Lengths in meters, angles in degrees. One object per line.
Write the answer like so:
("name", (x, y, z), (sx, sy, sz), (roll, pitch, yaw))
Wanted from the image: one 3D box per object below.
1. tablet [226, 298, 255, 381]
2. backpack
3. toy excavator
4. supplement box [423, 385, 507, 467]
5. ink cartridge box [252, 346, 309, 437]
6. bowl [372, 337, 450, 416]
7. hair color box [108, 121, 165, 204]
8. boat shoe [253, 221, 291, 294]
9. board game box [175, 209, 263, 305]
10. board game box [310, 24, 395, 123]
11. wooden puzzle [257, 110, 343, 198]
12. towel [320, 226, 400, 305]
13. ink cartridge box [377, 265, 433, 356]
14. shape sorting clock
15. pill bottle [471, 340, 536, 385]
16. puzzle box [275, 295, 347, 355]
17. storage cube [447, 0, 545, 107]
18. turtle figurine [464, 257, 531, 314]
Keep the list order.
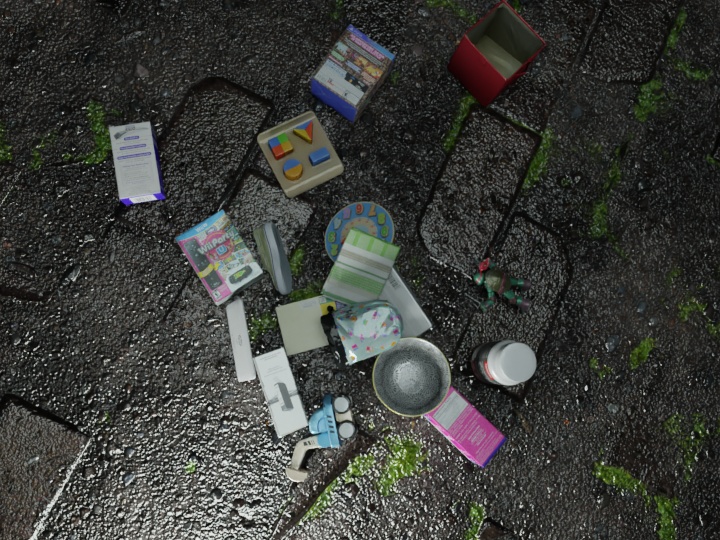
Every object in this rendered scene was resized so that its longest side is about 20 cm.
("tablet", (-0.307, 0.179, 1.453), (0.014, 0.130, 0.202), (-7, 81, -31))
("backpack", (0.012, 0.156, 1.463), (0.198, 0.127, 0.168), (-20, 102, -4))
("toy excavator", (-0.103, 0.423, 1.464), (0.198, 0.100, 0.197), (-12, 80, 4))
("supplement box", (0.267, 0.404, 1.500), (0.200, 0.101, 0.103), (44, 79, 2))
("ink cartridge box", (-0.199, 0.302, 1.435), (0.083, 0.144, 0.202), (-17, 84, -10))
("bowl", (0.135, 0.284, 1.496), (0.198, 0.094, 0.203), (-2, 71, 6))
("hair color box", (-0.595, -0.286, 1.525), (0.108, 0.065, 0.202), (-10, 84, -8))
("boat shoe", (-0.235, -0.028, 1.534), (0.061, 0.072, 0.202), (-18, 79, 15))
("board game box", (-0.369, -0.034, 1.504), (0.147, 0.064, 0.201), (-33, 85, -11))
("board game box", (-0.024, -0.557, 1.623), (0.159, 0.097, 0.201), (34, 78, -1))
("wooden puzzle", (-0.167, -0.329, 1.594), (0.184, 0.046, 0.201), (-27, 85, -11))
("towel", (0.000, 0.000, 1.491), (0.148, 0.031, 0.201), (21, 107, -13))
("ink cartridge box", (0.074, 0.114, 1.555), (0.173, 0.044, 0.201), (-35, 86, 14))
("shape sorting clock", (-0.005, -0.097, 1.544), (0.198, 0.039, 0.202), (-6, 71, 17))
("pill bottle", (0.372, 0.240, 1.489), (0.113, 0.200, 0.115), (1, 80, -7))
("puzzle box", (-0.117, 0.138, 1.528), (0.198, 0.025, 0.134), (-13, 88, -9))
("storage cube", (0.385, -0.614, 1.643), (0.171, 0.180, 0.200), (-43, 89, -12))
("turtle figurine", (0.373, 0.042, 1.579), (0.198, 0.101, 0.151), (19, 79, -10))
